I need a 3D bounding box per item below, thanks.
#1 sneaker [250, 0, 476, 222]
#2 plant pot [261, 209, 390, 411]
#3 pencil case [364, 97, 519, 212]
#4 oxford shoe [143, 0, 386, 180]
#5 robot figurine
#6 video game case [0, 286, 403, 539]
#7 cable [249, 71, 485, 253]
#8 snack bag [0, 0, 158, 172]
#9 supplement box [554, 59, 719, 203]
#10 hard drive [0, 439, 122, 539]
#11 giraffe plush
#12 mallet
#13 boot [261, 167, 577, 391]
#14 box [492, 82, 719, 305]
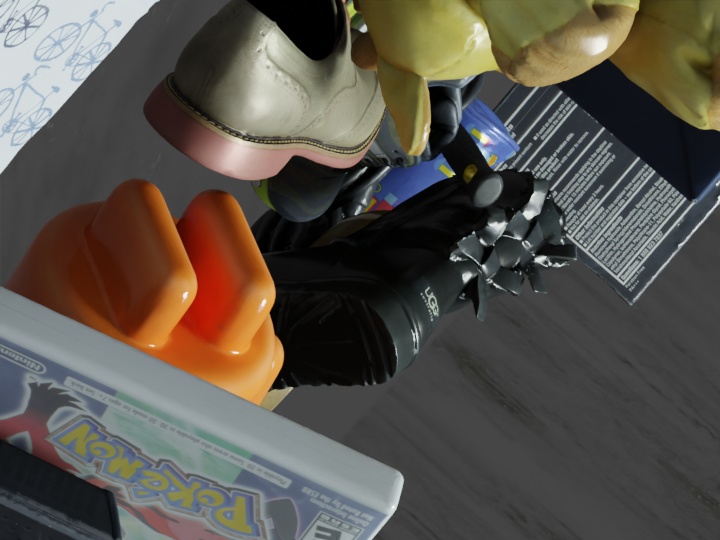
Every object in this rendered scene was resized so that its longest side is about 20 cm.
[{"bbox_3d":[0.003,-0.076,1.113,0.074,0.081,0.200,-44,172,-33],"label":"sneaker"},{"bbox_3d":[-0.044,0.036,1.301,0.200,0.027,0.200,-49,172,-10],"label":"plant pot"},{"bbox_3d":[0.019,-0.037,1.465,0.200,0.078,0.087,-50,171,8],"label":"pencil case"},{"bbox_3d":[-0.020,-0.090,0.938,0.075,0.070,0.200,-57,172,20],"label":"oxford shoe"},{"bbox_3d":[-0.114,0.050,0.929,0.200,0.117,0.144,-54,175,34],"label":"robot figurine"},{"bbox_3d":[-0.109,0.094,0.864,0.182,0.200,0.023,-55,-166,45],"label":"video game case"},{"bbox_3d":[0.006,-0.064,1.345,0.200,0.051,0.163,-45,173,-35],"label":"cable"},{"bbox_3d":[-0.088,-0.097,0.638,0.200,0.021,0.189,-49,173,4],"label":"snack bag"},{"bbox_3d":[0.147,-0.171,0.983,0.134,0.200,0.200,-52,172,35],"label":"supplement box"},{"bbox_3d":[-0.180,0.125,0.871,0.200,0.135,0.042,-52,-165,44],"label":"hard drive"},{"bbox_3d":[0.060,-0.123,0.848,0.162,0.200,0.173,-43,-161,59],"label":"giraffe plush"},{"bbox_3d":[0.036,-0.073,1.166,0.066,0.041,0.200,-49,-155,19],"label":"mallet"},{"bbox_3d":[-0.001,-0.001,1.139,0.198,0.073,0.162,1,-154,40],"label":"boot"},{"bbox_3d":[0.224,-0.111,1.873,0.200,0.198,0.123,-49,176,8],"label":"box"}]
